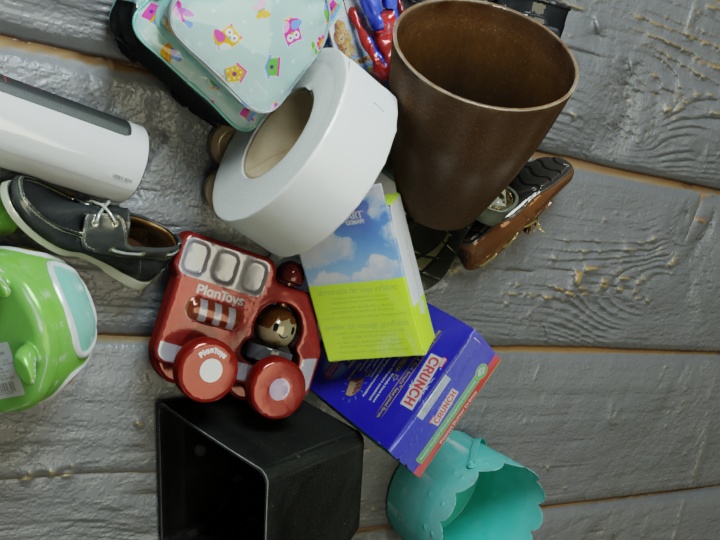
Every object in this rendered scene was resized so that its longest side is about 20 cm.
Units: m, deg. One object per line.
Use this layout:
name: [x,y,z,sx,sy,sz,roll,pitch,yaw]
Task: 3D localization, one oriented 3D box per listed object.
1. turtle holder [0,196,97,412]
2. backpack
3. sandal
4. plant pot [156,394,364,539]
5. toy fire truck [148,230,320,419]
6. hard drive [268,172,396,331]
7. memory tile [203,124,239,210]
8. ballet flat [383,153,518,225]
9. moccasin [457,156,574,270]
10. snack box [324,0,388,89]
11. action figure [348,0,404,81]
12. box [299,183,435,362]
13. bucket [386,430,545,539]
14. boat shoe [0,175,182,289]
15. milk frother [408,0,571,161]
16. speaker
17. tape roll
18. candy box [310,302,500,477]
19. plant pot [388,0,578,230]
turtle holder: [-0.328,0.035,0.872,0.141,0.186,0.132,-45,172,25]
backpack: [-0.114,-0.256,0.892,0.176,0.153,0.201,41,76,-34]
sandal: [0.084,-0.040,1.165,0.080,0.057,0.201,52,54,-14]
plant pot: [-0.106,0.248,1.079,0.177,0.199,0.201,-17,118,-42]
toy fire truck: [-0.129,0.060,1.022,0.199,0.112,0.169,18,88,-29]
hard drive: [-0.031,-0.033,1.116,0.132,0.026,0.201,32,88,-39]
memory tile: [-0.072,-0.129,1.033,0.199,0.017,0.154,4,103,-29]
ballet flat: [0.109,-0.120,1.133,0.199,0.064,0.068,27,52,-25]
moccasin: [0.207,-0.076,1.243,0.201,0.074,0.078,-45,137,-16]
snack box: [-0.004,-0.244,1.023,0.072,0.024,0.201,-21,105,-29]
action figure: [0.023,-0.276,0.995,0.065,0.052,0.201,-24,111,-24]
box: [0.000,0.000,1.028,0.048,0.121,0.201,-50,130,-60]
bucket: [0.146,0.334,1.319,0.206,0.135,0.208,-14,117,-30]
boat shoe: [-0.255,-0.047,0.898,0.067,0.072,0.200,-33,146,18]
milk frother: [0.130,-0.239,1.100,0.199,0.181,0.189,13,103,6]
speaker: [-0.299,-0.126,0.851,0.199,0.081,0.082,18,97,-38]
tape roll: [-0.057,-0.117,0.919,0.071,0.202,0.203,35,86,-30]
candy box: [0.042,0.119,1.117,0.169,0.200,0.077,-53,129,-6]
plant pot: [0.105,-0.145,0.974,0.186,0.187,0.201,-19,144,-29]
